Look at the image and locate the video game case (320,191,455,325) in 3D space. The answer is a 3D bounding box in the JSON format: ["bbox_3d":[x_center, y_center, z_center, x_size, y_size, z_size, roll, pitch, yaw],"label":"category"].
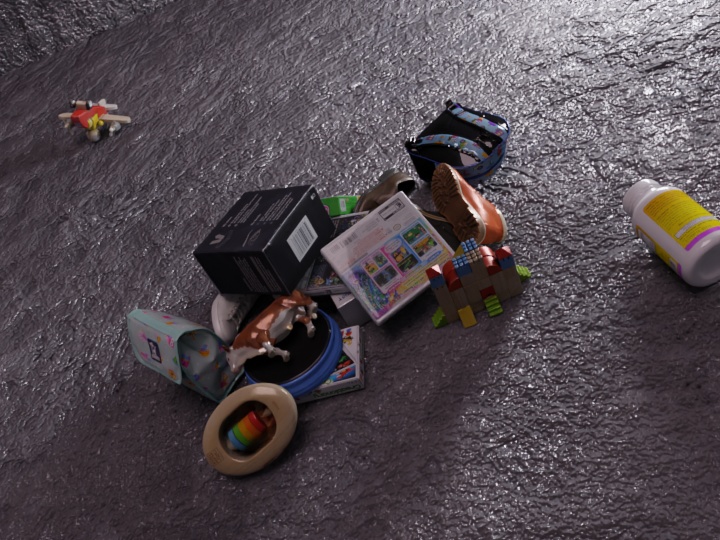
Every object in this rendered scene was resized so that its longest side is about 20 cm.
[{"bbox_3d":[0.055,-0.026,1.291,0.199,0.024,0.183,-36,73,-11],"label":"video game case"}]

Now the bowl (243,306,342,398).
[{"bbox_3d":[-0.130,0.150,1.295,0.198,0.040,0.202,-16,42,15],"label":"bowl"}]

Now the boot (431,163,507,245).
[{"bbox_3d":[0.214,-0.129,1.364,0.075,0.106,0.201,-54,50,40],"label":"boot"}]

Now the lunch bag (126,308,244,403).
[{"bbox_3d":[-0.345,0.154,1.335,0.169,0.200,0.123,18,68,38],"label":"lunch bag"}]

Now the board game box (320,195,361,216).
[{"bbox_3d":[-0.108,-0.131,1.536,0.198,0.041,0.153,-8,3,23],"label":"board game box"}]

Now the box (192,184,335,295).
[{"bbox_3d":[-0.187,-0.060,1.364,0.198,0.118,0.197,0,43,36],"label":"box"}]

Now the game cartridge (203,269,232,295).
[{"bbox_3d":[-0.228,-0.007,1.495,0.198,0.042,0.133,-17,33,-26],"label":"game cartridge"}]

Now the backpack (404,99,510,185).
[{"bbox_3d":[0.225,-0.254,1.468,0.183,0.135,0.199,-46,44,-18],"label":"backpack"}]

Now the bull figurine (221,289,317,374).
[{"bbox_3d":[-0.163,0.115,1.270,0.121,0.065,0.200,22,62,41],"label":"bull figurine"}]

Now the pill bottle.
[{"bbox_3d":[0.527,-0.071,1.150,0.103,0.105,0.201,-28,43,1],"label":"pill bottle"}]

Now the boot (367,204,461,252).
[{"bbox_3d":[0.112,-0.055,1.336,0.197,0.078,0.139,3,48,-9],"label":"boot"}]

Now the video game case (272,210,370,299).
[{"bbox_3d":[-0.073,-0.031,1.391,0.180,0.023,0.201,-7,46,25],"label":"video game case"}]

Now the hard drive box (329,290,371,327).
[{"bbox_3d":[0.000,0.000,1.392,0.155,0.077,0.200,-32,42,-2],"label":"hard drive box"}]

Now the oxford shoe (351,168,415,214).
[{"bbox_3d":[0.050,-0.146,1.508,0.084,0.073,0.200,21,62,38],"label":"oxford shoe"}]

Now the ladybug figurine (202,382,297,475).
[{"bbox_3d":[-0.191,0.275,1.208,0.199,0.136,0.072,-38,-4,11],"label":"ladybug figurine"}]

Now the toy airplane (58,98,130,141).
[{"bbox_3d":[-0.916,-0.517,2.364,0.197,0.143,0.199,-9,18,-37],"label":"toy airplane"}]

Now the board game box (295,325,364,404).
[{"bbox_3d":[-0.089,0.183,1.296,0.198,0.035,0.127,-16,43,15],"label":"board game box"}]

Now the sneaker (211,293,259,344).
[{"bbox_3d":[-0.261,0.069,1.471,0.084,0.073,0.201,-16,42,17],"label":"sneaker"}]

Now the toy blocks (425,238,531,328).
[{"bbox_3d":[0.201,0.008,1.229,0.198,0.137,0.100,-23,42,6],"label":"toy blocks"}]
